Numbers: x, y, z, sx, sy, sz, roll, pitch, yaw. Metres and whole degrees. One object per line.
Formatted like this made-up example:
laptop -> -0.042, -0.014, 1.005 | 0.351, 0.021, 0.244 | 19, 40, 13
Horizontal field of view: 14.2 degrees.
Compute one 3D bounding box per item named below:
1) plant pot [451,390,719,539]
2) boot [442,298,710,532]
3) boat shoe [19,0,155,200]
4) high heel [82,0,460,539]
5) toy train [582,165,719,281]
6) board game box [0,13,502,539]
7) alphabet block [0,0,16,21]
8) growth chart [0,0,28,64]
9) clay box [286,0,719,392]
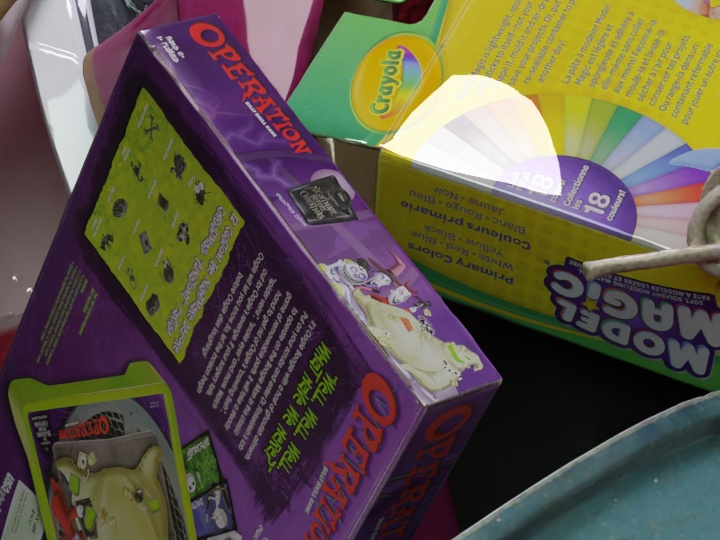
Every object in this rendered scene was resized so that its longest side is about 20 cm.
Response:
plant pot -> 0.070, 0.166, 0.652 | 0.200, 0.200, 0.196 | -34, 74, -11
boot -> 0.067, 0.031, 0.788 | 0.199, 0.075, 0.074 | 2, 105, 21
boat shoe -> -0.062, -0.080, 0.847 | 0.068, 0.072, 0.200 | -12, 56, 1
high heel -> 0.000, 0.000, 0.739 | 0.096, 0.067, 0.200 | -34, 77, 30
toy train -> 0.144, -0.065, 0.667 | 0.199, 0.085, 0.116 | -11, 48, 12
board game box -> -0.043, 0.049, 0.713 | 0.032, 0.200, 0.120 | -13, 57, -35
alphabet block -> -0.239, -0.072, 0.727 | 0.196, 0.196, 0.200 | 7, 54, 38
growth chart -> -0.166, -0.085, 0.849 | 0.199, 0.018, 0.145 | -6, 59, 30
clay box -> 0.090, -0.027, 0.721 | 0.199, 0.048, 0.115 | 19, 48, 14
